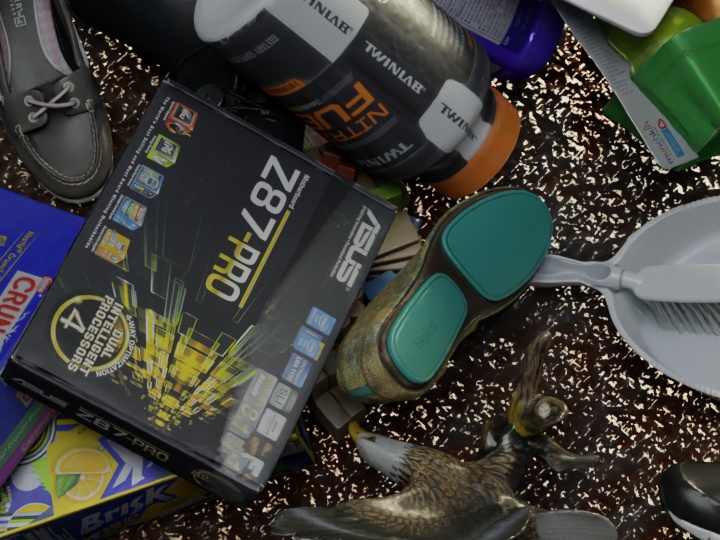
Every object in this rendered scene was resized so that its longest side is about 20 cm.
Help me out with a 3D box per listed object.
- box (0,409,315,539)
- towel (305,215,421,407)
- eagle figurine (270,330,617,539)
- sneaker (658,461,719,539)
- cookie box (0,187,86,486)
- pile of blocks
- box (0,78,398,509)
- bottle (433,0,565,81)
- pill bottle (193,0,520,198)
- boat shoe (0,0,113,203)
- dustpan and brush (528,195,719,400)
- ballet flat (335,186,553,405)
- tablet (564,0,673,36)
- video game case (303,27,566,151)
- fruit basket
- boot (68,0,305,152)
[{"bbox_3d":[-0.133,0.109,1.426,0.199,0.064,0.070,-19,68,2],"label":"box"},{"bbox_3d":[-0.075,0.007,1.503,0.199,0.024,0.146,14,67,6],"label":"towel"},{"bbox_3d":[0.035,0.143,1.377,0.150,0.152,0.200,11,43,46],"label":"eagle figurine"},{"bbox_3d":[0.275,0.121,1.389,0.199,0.088,0.076,10,27,1],"label":"sneaker"},{"bbox_3d":[-0.262,0.029,1.430,0.199,0.075,0.171,19,59,30],"label":"cookie box"},{"bbox_3d":[0.000,0.000,1.460,0.081,0.062,0.201,1,66,0],"label":"pile of blocks"},{"bbox_3d":[-0.090,0.013,1.372,0.161,0.049,0.201,30,65,-6],"label":"box"},{"bbox_3d":[0.036,-0.193,1.489,0.199,0.065,0.084,25,73,-20],"label":"bottle"},{"bbox_3d":[0.005,-0.125,1.427,0.200,0.106,0.107,37,68,-28],"label":"pill bottle"},{"bbox_3d":[-0.212,-0.138,1.546,0.066,0.057,0.201,-19,67,-2],"label":"boat shoe"},{"bbox_3d":[0.180,0.011,1.462,0.199,0.057,0.140,1,64,30],"label":"dustpan and brush"},{"bbox_3d":[0.046,0.015,1.428,0.070,0.071,0.200,29,44,14],"label":"ballet flat"},{"bbox_3d":[0.111,-0.222,1.455,0.199,0.014,0.130,27,51,11],"label":"tablet"},{"bbox_3d":[0.015,-0.164,1.568,0.199,0.018,0.144,-28,68,-9],"label":"video game case"},{"bbox_3d":[0.190,-0.164,1.498,0.185,0.094,0.200,-23,68,-40],"label":"fruit basket"},{"bbox_3d":[-0.117,-0.114,1.505,0.199,0.076,0.169,8,69,20],"label":"boot"}]
